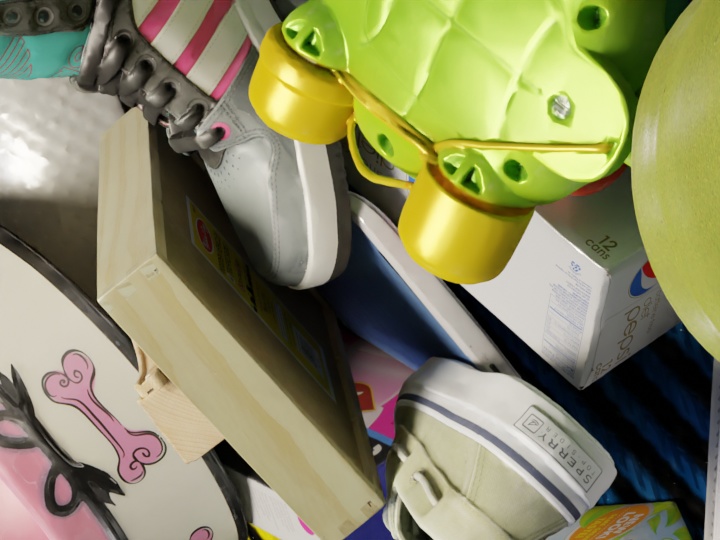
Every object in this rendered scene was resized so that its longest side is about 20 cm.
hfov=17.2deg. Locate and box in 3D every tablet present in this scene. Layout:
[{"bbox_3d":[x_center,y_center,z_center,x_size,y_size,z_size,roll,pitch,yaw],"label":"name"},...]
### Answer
[{"bbox_3d":[0.000,0.000,0.925,0.130,0.014,0.200,50,171,-25],"label":"tablet"}]

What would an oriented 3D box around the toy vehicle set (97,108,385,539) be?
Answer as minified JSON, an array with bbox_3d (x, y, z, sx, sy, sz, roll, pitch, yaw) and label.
[{"bbox_3d":[-0.049,0.013,0.899,0.124,0.026,0.200,49,-172,-18],"label":"toy vehicle set"}]

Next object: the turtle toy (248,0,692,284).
[{"bbox_3d":[0.063,-0.072,0.732,0.200,0.101,0.146,43,123,28],"label":"turtle toy"}]

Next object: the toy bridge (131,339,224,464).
[{"bbox_3d":[-0.069,0.021,0.956,0.067,0.027,0.200,52,-171,-7],"label":"toy bridge"}]

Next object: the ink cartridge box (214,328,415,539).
[{"bbox_3d":[-0.009,0.073,0.997,0.200,0.095,0.037,22,139,49],"label":"ink cartridge box"}]

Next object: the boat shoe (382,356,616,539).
[{"bbox_3d":[0.034,0.073,0.840,0.072,0.062,0.200,45,172,0],"label":"boat shoe"}]

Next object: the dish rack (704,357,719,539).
[{"bbox_3d":[0.174,0.101,0.783,0.171,0.043,0.201,35,144,37],"label":"dish rack"}]

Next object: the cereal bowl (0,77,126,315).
[{"bbox_3d":[-0.157,-0.046,1.085,0.200,0.083,0.201,159,90,-77],"label":"cereal bowl"}]

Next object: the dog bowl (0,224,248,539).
[{"bbox_3d":[-0.143,0.071,1.011,0.200,0.074,0.200,39,157,20],"label":"dog bowl"}]

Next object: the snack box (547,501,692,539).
[{"bbox_3d":[0.030,0.149,0.957,0.200,0.142,0.053,-14,104,62],"label":"snack box"}]

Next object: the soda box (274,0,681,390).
[{"bbox_3d":[0.036,-0.053,0.834,0.200,0.068,0.064,43,148,28],"label":"soda box"}]

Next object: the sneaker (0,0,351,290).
[{"bbox_3d":[-0.087,-0.073,0.806,0.084,0.120,0.201,-20,93,66],"label":"sneaker"}]

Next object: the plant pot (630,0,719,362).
[{"bbox_3d":[0.157,-0.034,0.553,0.201,0.200,0.193,62,164,-4],"label":"plant pot"}]
